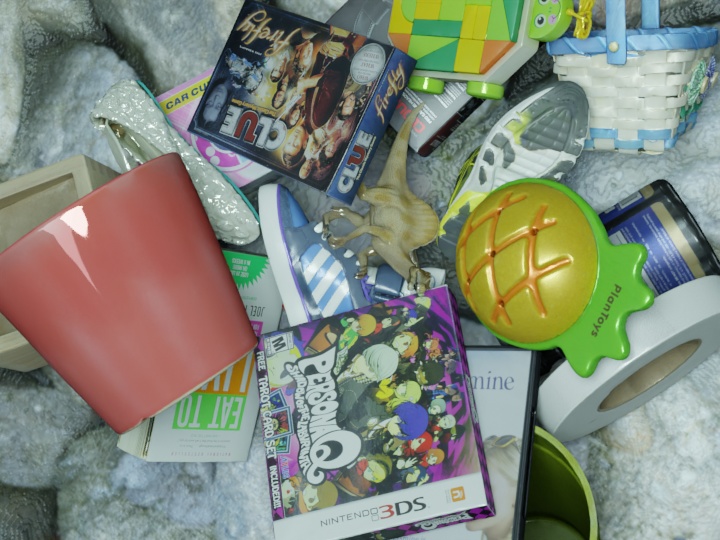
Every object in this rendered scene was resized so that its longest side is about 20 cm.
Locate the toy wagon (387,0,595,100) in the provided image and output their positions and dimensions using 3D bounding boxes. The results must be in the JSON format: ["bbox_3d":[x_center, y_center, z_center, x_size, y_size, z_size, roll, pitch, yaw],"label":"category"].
[{"bbox_3d":[0.108,-0.224,1.233,0.200,0.040,0.155,13,94,45],"label":"toy wagon"}]

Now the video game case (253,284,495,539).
[{"bbox_3d":[0.007,0.126,1.211,0.181,0.036,0.200,-15,62,13],"label":"video game case"}]

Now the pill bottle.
[{"bbox_3d":[0.214,0.013,1.299,0.200,0.112,0.112,-32,85,10],"label":"pill bottle"}]

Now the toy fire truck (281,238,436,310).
[{"bbox_3d":[0.038,0.006,1.366,0.200,0.049,0.141,20,94,11],"label":"toy fire truck"}]

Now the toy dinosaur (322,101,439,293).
[{"bbox_3d":[0.019,-0.054,1.270,0.101,0.058,0.200,2,57,-7],"label":"toy dinosaur"}]

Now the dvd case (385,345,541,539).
[{"bbox_3d":[0.072,0.156,1.204,0.143,0.018,0.200,-2,65,23],"label":"dvd case"}]

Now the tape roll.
[{"bbox_3d":[0.238,0.078,1.250,0.203,0.203,0.037,-36,70,9],"label":"tape roll"}]

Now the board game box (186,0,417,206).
[{"bbox_3d":[-0.056,-0.151,1.268,0.200,0.035,0.136,26,92,42],"label":"board game box"}]

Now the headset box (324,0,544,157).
[{"bbox_3d":[0.063,-0.213,1.345,0.200,0.077,0.149,-43,83,7],"label":"headset box"}]

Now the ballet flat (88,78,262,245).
[{"bbox_3d":[-0.176,-0.087,1.326,0.072,0.072,0.200,-44,79,9],"label":"ballet flat"}]

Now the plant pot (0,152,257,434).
[{"bbox_3d":[-0.192,0.027,1.223,0.200,0.200,0.177,-32,93,10],"label":"plant pot"}]

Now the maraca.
[{"bbox_3d":[0.153,0.003,1.175,0.200,0.107,0.137,35,111,44],"label":"maraca"}]

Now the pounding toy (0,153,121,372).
[{"bbox_3d":[-0.264,0.005,1.396,0.200,0.142,0.184,-19,76,12],"label":"pounding toy"}]

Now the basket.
[{"bbox_3d":[0.239,-0.207,1.266,0.139,0.176,0.200,-3,104,24],"label":"basket"}]

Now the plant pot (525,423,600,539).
[{"bbox_3d":[0.128,0.250,1.261,0.200,0.193,0.201,-9,63,19],"label":"plant pot"}]

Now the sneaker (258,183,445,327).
[{"bbox_3d":[0.000,0.000,1.314,0.146,0.081,0.200,-17,83,3],"label":"sneaker"}]

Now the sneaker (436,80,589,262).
[{"bbox_3d":[0.125,-0.097,1.261,0.074,0.085,0.200,27,126,-16],"label":"sneaker"}]

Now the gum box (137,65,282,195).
[{"bbox_3d":[-0.122,-0.132,1.386,0.200,0.066,0.114,-27,86,10],"label":"gum box"}]

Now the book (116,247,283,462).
[{"bbox_3d":[-0.142,0.078,1.366,0.048,0.134,0.200,16,95,45],"label":"book"}]
